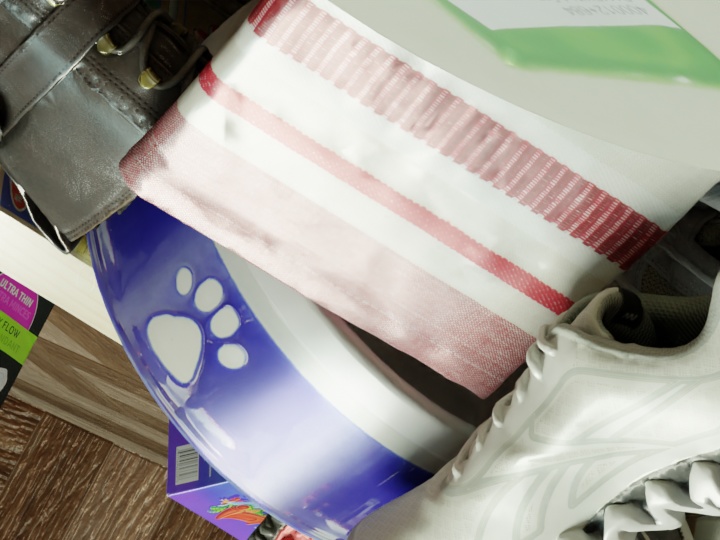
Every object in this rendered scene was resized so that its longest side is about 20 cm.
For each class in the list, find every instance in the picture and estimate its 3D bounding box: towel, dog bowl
[{"bbox_3d":[0.038,-0.053,0.761,0.144,0.023,0.200,31,130,-18],"label":"towel"},{"bbox_3d":[0.000,0.000,0.927,0.200,0.200,0.079,34,125,-29],"label":"dog bowl"}]

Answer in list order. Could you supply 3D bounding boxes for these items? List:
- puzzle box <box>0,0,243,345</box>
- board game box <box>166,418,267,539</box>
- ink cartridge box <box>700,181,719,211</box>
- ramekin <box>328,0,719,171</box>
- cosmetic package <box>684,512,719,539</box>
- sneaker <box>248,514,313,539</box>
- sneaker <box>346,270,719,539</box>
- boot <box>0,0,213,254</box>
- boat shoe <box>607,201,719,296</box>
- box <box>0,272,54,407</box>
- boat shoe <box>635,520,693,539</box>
[{"bbox_3d":[-0.084,-0.053,0.974,0.133,0.200,0.025,33,126,-28],"label":"puzzle box"},{"bbox_3d":[-0.030,0.026,1.134,0.045,0.200,0.134,-14,149,24],"label":"board game box"},{"bbox_3d":[0.120,-0.048,0.824,0.200,0.039,0.099,28,169,-9],"label":"ink cartridge box"},{"bbox_3d":[0.053,-0.103,0.574,0.200,0.098,0.200,26,170,5],"label":"ramekin"},{"bbox_3d":[0.092,0.140,0.933,0.071,0.105,0.200,1,171,-43],"label":"cosmetic package"},{"bbox_3d":[0.003,0.157,1.084,0.079,0.096,0.200,4,129,24],"label":"sneaker"},{"bbox_3d":[0.070,0.050,0.801,0.200,0.075,0.081,-27,108,29],"label":"sneaker"},{"bbox_3d":[-0.102,-0.105,0.805,0.174,0.069,0.200,41,140,-5],"label":"boot"},{"bbox_3d":[0.147,0.011,0.924,0.074,0.065,0.202,15,-156,-37],"label":"boat shoe"},{"bbox_3d":[-0.212,-0.046,1.212,0.124,0.200,0.149,20,167,29],"label":"box"},{"bbox_3d":[0.032,0.130,0.901,0.057,0.067,0.200,0,159,-43],"label":"boat shoe"}]
